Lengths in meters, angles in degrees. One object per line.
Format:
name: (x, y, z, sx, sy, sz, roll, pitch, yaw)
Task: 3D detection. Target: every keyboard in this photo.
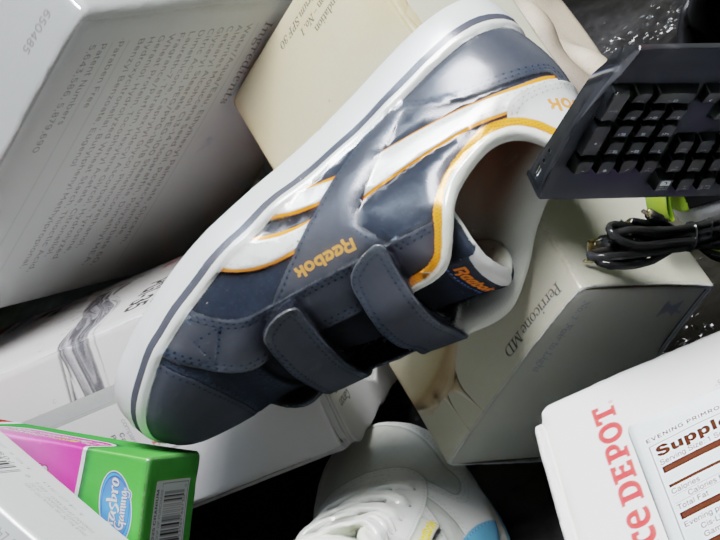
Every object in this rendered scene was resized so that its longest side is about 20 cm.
keyboard: (0.150, -0.035, 0.859, 0.200, 0.127, 0.021, -2, 58, -22)

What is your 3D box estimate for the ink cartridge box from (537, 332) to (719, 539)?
ink cartridge box: (0.173, 0.074, 0.815, 0.200, 0.083, 0.147, -25, 33, 9)

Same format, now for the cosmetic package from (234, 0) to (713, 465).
cosmetic package: (0.039, -0.032, 0.983, 0.104, 0.073, 0.200, -57, 49, 33)

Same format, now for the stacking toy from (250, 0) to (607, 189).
stacking toy: (0.006, -0.064, 1.134, 0.200, 0.146, 0.146, -40, 30, 14)

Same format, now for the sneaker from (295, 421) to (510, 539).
sneaker: (0.007, 0.114, 0.910, 0.076, 0.081, 0.200, -23, 32, 15)

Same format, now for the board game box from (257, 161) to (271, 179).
board game box: (-0.028, -0.138, 1.214, 0.200, 0.148, 0.064, -24, 24, 10)

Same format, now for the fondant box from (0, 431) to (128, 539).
fondant box: (-0.173, 0.151, 0.886, 0.144, 0.058, 0.200, 37, 104, 20)

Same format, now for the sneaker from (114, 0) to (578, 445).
sneaker: (0.000, 0.000, 0.882, 0.200, 0.078, 0.079, -47, 62, 9)

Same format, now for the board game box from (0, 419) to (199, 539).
board game box: (-0.164, 0.128, 0.937, 0.200, 0.040, 0.153, 7, 91, 24)

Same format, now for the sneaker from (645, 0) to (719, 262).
sneaker: (0.166, -0.095, 0.937, 0.072, 0.083, 0.200, 5, 61, 48)

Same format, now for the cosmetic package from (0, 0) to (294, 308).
cosmetic package: (-0.138, -0.102, 1.056, 0.165, 0.200, 0.165, 45, 120, 21)

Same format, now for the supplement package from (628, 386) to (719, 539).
supplement package: (0.187, 0.133, 0.637, 0.147, 0.191, 0.200, -25, 33, 7)

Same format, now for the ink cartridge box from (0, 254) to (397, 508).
ink cartridge box: (-0.096, 0.053, 1.031, 0.200, 0.083, 0.147, -22, 8, 13)
